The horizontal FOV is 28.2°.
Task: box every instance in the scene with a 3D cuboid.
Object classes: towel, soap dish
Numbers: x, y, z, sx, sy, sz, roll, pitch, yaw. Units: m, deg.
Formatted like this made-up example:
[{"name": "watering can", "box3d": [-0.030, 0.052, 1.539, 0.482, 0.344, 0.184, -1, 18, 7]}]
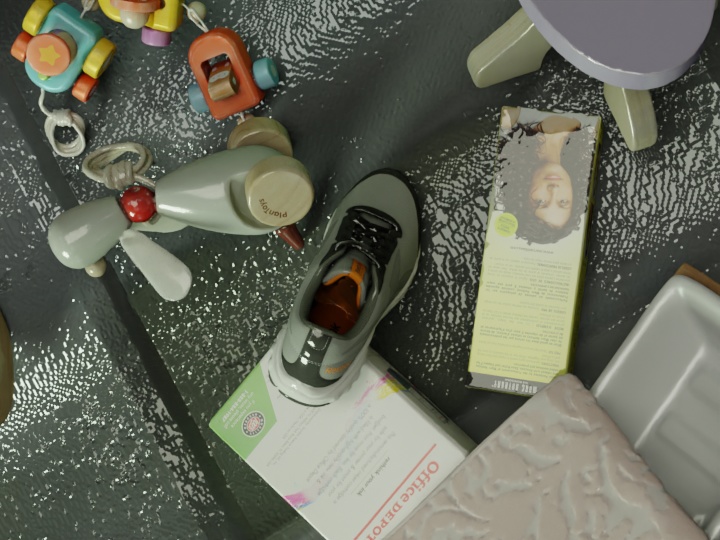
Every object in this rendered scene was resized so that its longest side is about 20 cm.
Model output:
[{"name": "towel", "box3d": [0.120, 0.194, 0.909, 0.191, 0.032, 0.200, -44, 50, 9]}, {"name": "soap dish", "box3d": [0.220, 0.118, 0.948, 0.157, 0.081, 0.201, 39, 99, 45]}]

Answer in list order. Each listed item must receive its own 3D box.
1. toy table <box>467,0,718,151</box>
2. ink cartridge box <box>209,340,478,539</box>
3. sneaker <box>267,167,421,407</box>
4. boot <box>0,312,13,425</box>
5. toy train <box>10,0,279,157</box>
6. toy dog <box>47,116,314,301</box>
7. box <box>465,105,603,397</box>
[{"name": "toy table", "box3d": [0.161, -0.188, 0.963, 0.182, 0.117, 0.202, -8, 67, 0]}, {"name": "ink cartridge box", "box3d": [0.005, 0.134, 1.033, 0.200, 0.067, 0.117, 42, 96, 13]}, {"name": "sneaker", "box3d": [0.000, 0.000, 0.998, 0.073, 0.080, 0.201, 23, 52, 1]}, {"name": "boot", "box3d": [-0.361, 0.046, 1.132, 0.143, 0.071, 0.203, -22, 80, 18]}, {"name": "toy train", "box3d": [-0.170, -0.152, 1.071, 0.198, 0.056, 0.151, -14, 108, 16]}, {"name": "toy dog", "box3d": [-0.119, -0.035, 1.059, 0.198, 0.132, 0.097, -8, 124, 17]}, {"name": "box", "box3d": [0.125, -0.012, 1.019, 0.074, 0.050, 0.202, 6, 90, 13]}]
